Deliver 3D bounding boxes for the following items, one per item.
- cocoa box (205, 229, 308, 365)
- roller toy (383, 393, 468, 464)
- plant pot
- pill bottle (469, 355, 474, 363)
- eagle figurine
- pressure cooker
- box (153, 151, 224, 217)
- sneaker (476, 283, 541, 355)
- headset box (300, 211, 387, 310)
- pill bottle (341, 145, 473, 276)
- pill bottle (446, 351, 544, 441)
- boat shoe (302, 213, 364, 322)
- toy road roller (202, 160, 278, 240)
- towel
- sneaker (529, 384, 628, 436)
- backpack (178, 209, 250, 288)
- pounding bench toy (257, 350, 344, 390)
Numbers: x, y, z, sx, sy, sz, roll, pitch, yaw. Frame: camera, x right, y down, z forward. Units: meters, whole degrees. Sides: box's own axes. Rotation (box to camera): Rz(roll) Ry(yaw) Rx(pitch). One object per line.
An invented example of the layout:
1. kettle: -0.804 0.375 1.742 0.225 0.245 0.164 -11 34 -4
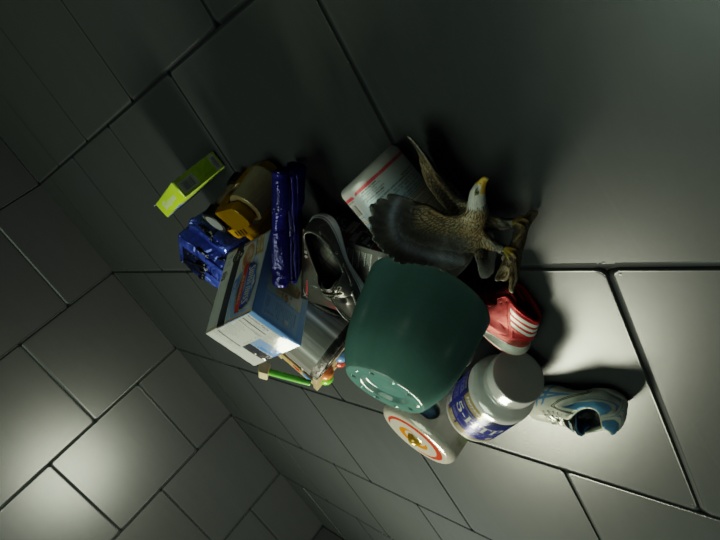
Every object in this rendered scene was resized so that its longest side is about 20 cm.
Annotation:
1. cocoa box: -0.187 0.051 1.055 0.130 0.202 0.133 -25 131 30
2. roller toy: 0.144 0.305 1.146 0.182 0.140 0.200 45 157 -8
3. plant pot: 0.067 0.105 0.799 0.198 0.162 0.201 24 154 13
4. pill bottle: 0.115 0.161 1.017 0.112 0.112 0.200 43 142 2
5. eagle figurine: 0.124 -0.072 0.715 0.198 0.152 0.153 20 109 9
6. pressure cooker: -0.118 0.116 1.217 0.199 0.179 0.176 39 155 7
7. box: -0.392 -0.190 1.243 0.048 0.122 0.199 50 151 -14
8. sneaker: 0.190 0.042 0.856 0.198 0.079 0.116 24 138 11
9. headset box: 0.000 0.000 0.953 0.197 0.075 0.150 17 126 15
10. pill bottle: 0.073 -0.073 0.805 0.200 0.109 0.108 49 151 -8
11. pill bottle: 0.234 0.216 0.955 0.119 0.120 0.201 38 150 12
12. boat shoe: -0.043 0.009 0.889 0.069 0.066 0.202 -3 117 27
13. toy road roller: -0.209 -0.120 1.107 0.146 0.124 0.199 41 155 -25
14. towel: -0.119 -0.084 0.960 0.049 0.148 0.203 5 108 5
15. sneaker: 0.337 0.230 0.889 0.072 0.073 0.200 47 152 -8
16. backpack: -0.308 -0.045 1.279 0.199 0.162 0.168 39 147 12
17. pounding bench toy: -0.135 0.225 1.341 0.155 0.200 0.125 38 160 12
